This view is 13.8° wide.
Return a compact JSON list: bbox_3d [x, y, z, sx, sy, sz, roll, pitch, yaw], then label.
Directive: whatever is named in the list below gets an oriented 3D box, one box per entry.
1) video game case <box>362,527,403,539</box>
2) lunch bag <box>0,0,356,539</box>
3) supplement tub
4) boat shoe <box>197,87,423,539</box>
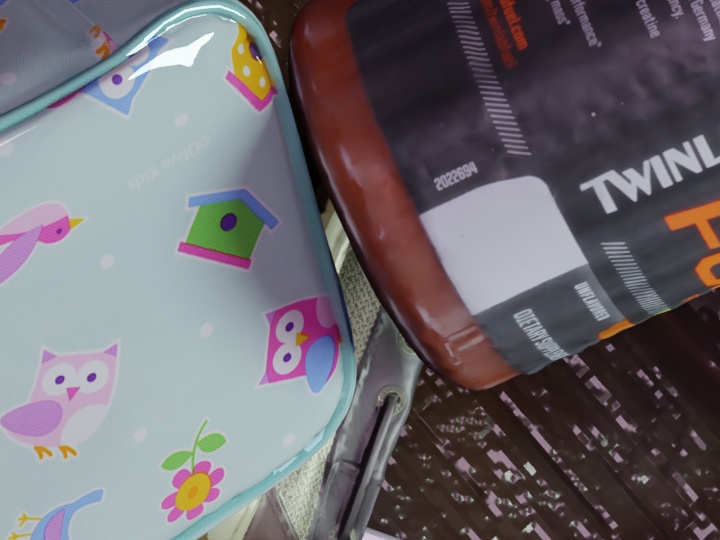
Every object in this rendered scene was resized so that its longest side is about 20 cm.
[{"bbox_3d":[-0.063,0.125,0.828,0.199,0.018,0.144,20,83,-4],"label":"video game case"},{"bbox_3d":[-0.103,0.022,0.701,0.200,0.077,0.161,-30,132,-17],"label":"lunch bag"},{"bbox_3d":[0.090,-0.056,0.702,0.199,0.107,0.107,-25,87,12],"label":"supplement tub"},{"bbox_3d":[0.000,0.000,0.827,0.065,0.073,0.201,30,77,-23],"label":"boat shoe"}]
